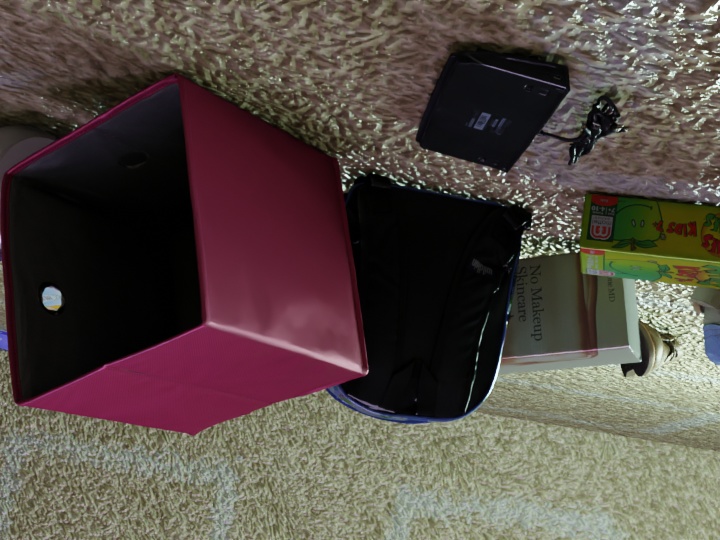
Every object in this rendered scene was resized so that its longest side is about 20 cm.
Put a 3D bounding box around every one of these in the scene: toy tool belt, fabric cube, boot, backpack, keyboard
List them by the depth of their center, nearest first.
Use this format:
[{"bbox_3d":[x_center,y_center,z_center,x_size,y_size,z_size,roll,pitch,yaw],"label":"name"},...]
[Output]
[{"bbox_3d":[0.108,-0.102,0.831,0.126,0.021,0.200,16,170,-2],"label":"keyboard"},{"bbox_3d":[-0.138,0.001,0.961,0.198,0.199,0.199,-22,156,29],"label":"fabric cube"},{"bbox_3d":[0.044,0.036,1.109,0.181,0.203,0.147,10,169,-12],"label":"backpack"},{"bbox_3d":[0.373,0.061,1.167,0.123,0.125,0.200,7,169,10],"label":"toy tool belt"},{"bbox_3d":[0.366,0.092,1.533,0.074,0.075,0.200,-11,171,6],"label":"boot"}]

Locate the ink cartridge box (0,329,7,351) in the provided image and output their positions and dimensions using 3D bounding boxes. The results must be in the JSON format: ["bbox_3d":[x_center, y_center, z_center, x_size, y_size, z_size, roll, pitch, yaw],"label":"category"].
[{"bbox_3d":[-0.937,0.160,3.001,0.198,0.044,0.197,-2,164,42],"label":"ink cartridge box"}]

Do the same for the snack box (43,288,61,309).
[{"bbox_3d":[-0.309,-0.009,1.406,0.166,0.069,0.200,-10,170,-9],"label":"snack box"}]

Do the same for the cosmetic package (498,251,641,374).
[{"bbox_3d":[0.171,0.044,1.216,0.197,0.105,0.087,-8,165,19],"label":"cosmetic package"}]

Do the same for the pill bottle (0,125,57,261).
[{"bbox_3d":[-0.323,-0.068,1.117,0.111,0.114,0.199,16,167,-32],"label":"pill bottle"}]

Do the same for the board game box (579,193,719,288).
[{"bbox_3d":[0.285,-0.019,1.029,0.197,0.048,0.102,7,169,13],"label":"board game box"}]
